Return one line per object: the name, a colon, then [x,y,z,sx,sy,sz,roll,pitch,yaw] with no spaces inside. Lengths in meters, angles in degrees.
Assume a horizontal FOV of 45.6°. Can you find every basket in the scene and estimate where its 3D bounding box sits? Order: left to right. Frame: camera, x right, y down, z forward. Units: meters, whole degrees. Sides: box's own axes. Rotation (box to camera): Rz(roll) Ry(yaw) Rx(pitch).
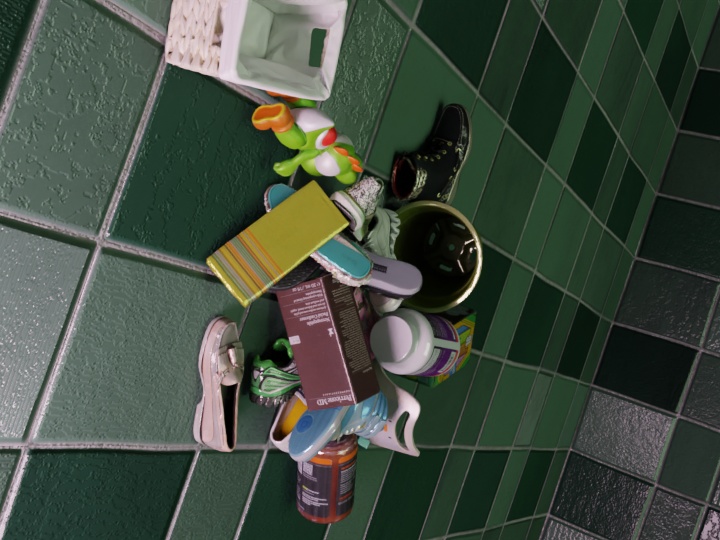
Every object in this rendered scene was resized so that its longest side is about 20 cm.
basket: [-0.126,-0.292,1.044,0.200,0.123,0.136,-5,110,-59]

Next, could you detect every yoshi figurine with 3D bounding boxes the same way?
yoshi figurine: [-0.079,-0.189,1.230,0.112,0.112,0.200,-36,137,12]

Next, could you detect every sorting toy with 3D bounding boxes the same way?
sorting toy: [0.032,0.259,1.548,0.107,0.180,0.200,-37,135,-45]

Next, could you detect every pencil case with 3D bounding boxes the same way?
pencil case: [-0.013,0.076,1.474,0.083,0.087,0.200,-24,143,6]

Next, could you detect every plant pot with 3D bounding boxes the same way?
plant pot: [0.149,-0.036,1.605,0.190,0.200,0.201,-22,125,-69]

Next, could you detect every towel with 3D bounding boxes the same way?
towel: [-0.115,-0.040,1.207,0.200,0.086,0.018,-39,-177,-21]

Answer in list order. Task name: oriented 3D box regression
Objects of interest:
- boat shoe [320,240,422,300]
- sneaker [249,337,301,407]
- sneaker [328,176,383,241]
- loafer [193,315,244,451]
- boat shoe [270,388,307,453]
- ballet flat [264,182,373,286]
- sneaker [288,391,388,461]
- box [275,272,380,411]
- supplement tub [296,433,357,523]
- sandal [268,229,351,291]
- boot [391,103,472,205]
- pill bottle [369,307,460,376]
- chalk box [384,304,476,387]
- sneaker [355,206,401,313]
boat shoe: [0.000,0.000,1.372,0.057,0.200,0.069,115,-5,-59]
sneaker: [-0.097,0.142,1.375,0.200,0.078,0.085,-29,129,-49]
sneaker: [0.005,-0.103,1.335,0.089,0.077,0.200,-40,180,-2]
loafer: [-0.194,0.166,1.241,0.072,0.063,0.201,-13,117,-55]
boat shoe: [-0.089,0.209,1.438,0.200,0.071,0.070,-58,151,-10]
ballet flat: [-0.067,-0.044,1.261,0.076,0.200,0.064,-46,180,-19]
sneaker: [-0.024,0.257,1.412,0.200,0.079,0.131,-50,125,-22]
box: [-0.051,0.108,1.318,0.075,0.100,0.200,-20,94,-54]
supplement tub: [-0.058,0.339,1.516,0.107,0.107,0.200,-28,129,-50]
sandal: [-0.094,-0.013,1.299,0.200,0.075,0.048,-26,162,-39]
boot: [0.132,-0.213,1.566,0.154,0.073,0.204,1,103,-56]
pill bottle: [0.092,0.125,1.484,0.200,0.112,0.113,18,90,-63]
chalk box: [0.125,0.144,1.696,0.200,0.125,0.124,-23,125,-51]
sneaker: [0.026,-0.023,1.447,0.081,0.075,0.200,31,45,-50]
